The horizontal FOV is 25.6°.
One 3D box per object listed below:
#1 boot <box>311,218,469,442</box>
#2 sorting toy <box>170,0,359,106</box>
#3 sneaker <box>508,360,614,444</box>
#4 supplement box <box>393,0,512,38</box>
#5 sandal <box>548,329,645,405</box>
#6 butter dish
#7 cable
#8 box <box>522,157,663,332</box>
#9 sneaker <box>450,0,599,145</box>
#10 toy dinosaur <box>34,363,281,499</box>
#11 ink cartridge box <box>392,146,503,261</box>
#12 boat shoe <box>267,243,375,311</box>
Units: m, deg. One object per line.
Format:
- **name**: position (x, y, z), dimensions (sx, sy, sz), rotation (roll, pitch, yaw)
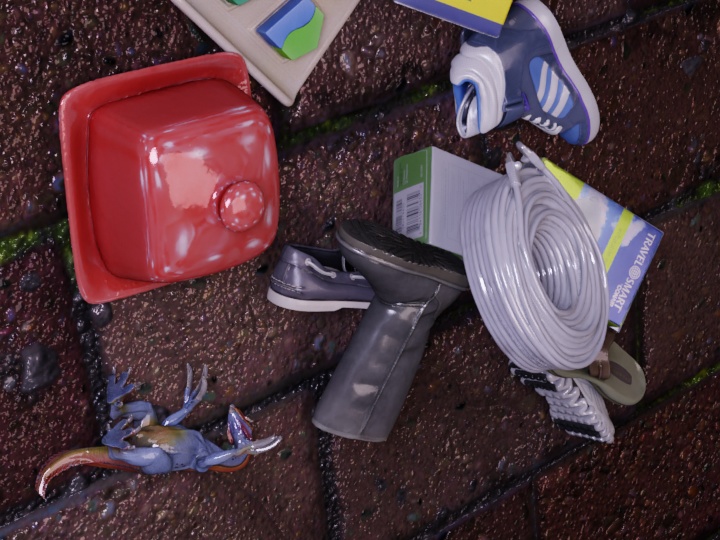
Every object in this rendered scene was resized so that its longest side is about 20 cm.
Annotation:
- **boot**: position (0.005, 0.062, 1.512), dimensions (0.181, 0.073, 0.200), rotation (22, 111, -37)
- **sorting toy**: position (-0.065, -0.276, 1.432), dimensions (0.185, 0.036, 0.201), rotation (40, 76, -42)
- **sneaker**: position (0.249, 0.132, 1.831), dimensions (0.200, 0.075, 0.081), rotation (50, 61, -40)
- **supplement box**: position (0.105, -0.334, 1.469), dimensions (0.109, 0.109, 0.201), rotation (18, 104, -12)
- **sandal**: position (0.266, 0.091, 1.769), dimensions (0.200, 0.057, 0.080), rotation (26, 63, -39)
- **butter dish**: position (-0.138, -0.069, 1.355), dimensions (0.199, 0.147, 0.201), rotation (-19, 117, -37)
- **cable**: position (0.172, 0.001, 1.549), dimensions (0.200, 0.069, 0.201), rotation (40, 46, -40)
- **box**: position (0.242, -0.025, 1.739), dimensions (0.199, 0.048, 0.122), rotation (29, 83, -21)
- **sneaker**: position (0.159, -0.172, 1.649), dimensions (0.146, 0.080, 0.200), rotation (-43, 132, -14)
- **toy dinosaur**: position (-0.177, 0.155, 1.472), dimensions (0.199, 0.105, 0.182), rotation (-27, 145, 11)
- **ink cartridge box**: position (0.122, -0.045, 1.624), dimensions (0.199, 0.059, 0.105), rotation (18, 66, -38)
- **boat shoe**: position (0.000, 0.000, 1.557), dimensions (0.199, 0.073, 0.063), rotation (-3, 110, -37)
